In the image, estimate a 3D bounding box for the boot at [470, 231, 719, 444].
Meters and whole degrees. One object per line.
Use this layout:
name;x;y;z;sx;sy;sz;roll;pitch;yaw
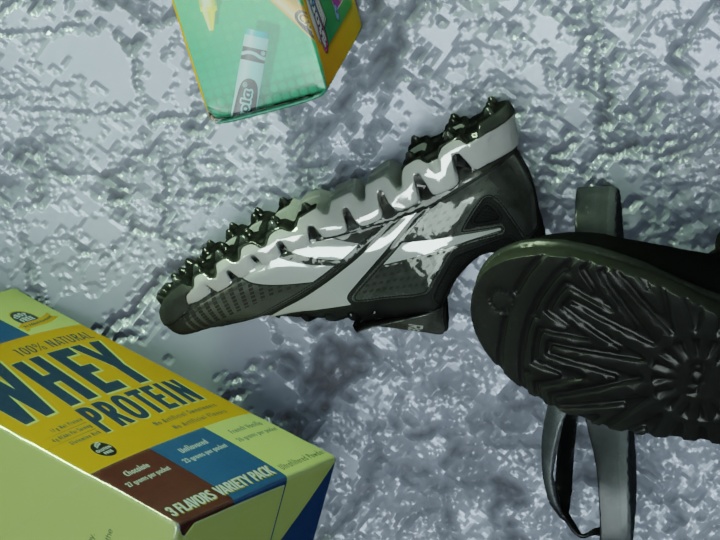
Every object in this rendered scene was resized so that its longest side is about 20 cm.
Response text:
boot;0.157;0.008;1.329;0.210;0.158;0.080;17;121;-1

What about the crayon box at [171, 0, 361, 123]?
crayon box;-0.059;-0.179;1.318;0.058;0.119;0.201;-13;106;12

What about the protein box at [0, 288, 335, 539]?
protein box;-0.149;0.146;1.395;0.199;0.135;0.199;26;112;25

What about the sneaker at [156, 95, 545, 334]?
sneaker;0.000;0.000;1.396;0.199;0.066;0.091;-26;101;13

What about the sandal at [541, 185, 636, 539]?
sandal;0.107;0.060;1.401;0.043;0.076;0.201;-3;97;8
